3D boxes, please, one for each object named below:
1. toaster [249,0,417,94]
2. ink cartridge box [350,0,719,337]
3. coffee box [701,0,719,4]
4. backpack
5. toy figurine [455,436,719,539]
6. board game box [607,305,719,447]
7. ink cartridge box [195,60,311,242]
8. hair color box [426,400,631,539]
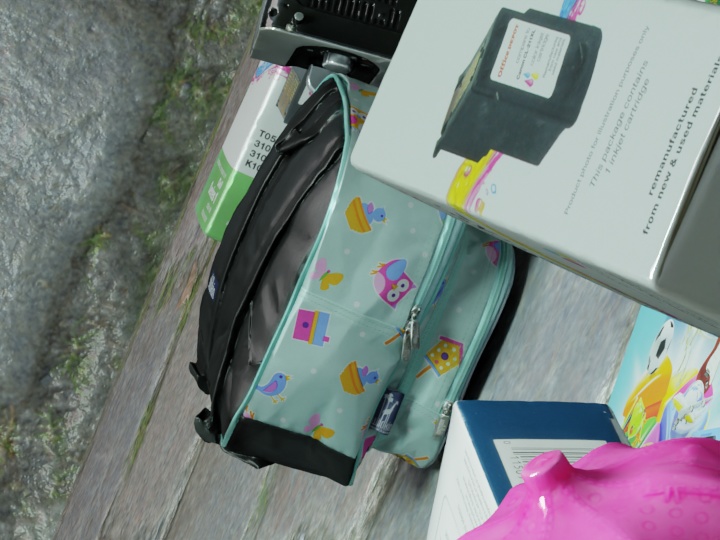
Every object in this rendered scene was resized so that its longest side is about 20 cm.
[{"bbox_3d":[0.040,-0.189,1.555,0.119,0.180,0.201,133,151,-76],"label":"toaster"},{"bbox_3d":[0.109,-0.026,0.851,0.200,0.145,0.083,25,91,62],"label":"ink cartridge box"},{"bbox_3d":[0.155,-0.093,1.199,0.200,0.044,0.123,122,165,-46],"label":"coffee box"},{"bbox_3d":[0.000,0.000,1.495,0.176,0.152,0.201,-102,26,-69],"label":"backpack"},{"bbox_3d":[0.094,0.122,0.647,0.150,0.183,0.201,-146,78,-80],"label":"toy figurine"},{"bbox_3d":[0.133,0.050,0.994,0.151,0.047,0.201,146,145,-72],"label":"board game box"},{"bbox_3d":[0.003,-0.092,1.702,0.084,0.144,0.201,-117,51,-76],"label":"ink cartridge box"},{"bbox_3d":[0.054,0.154,0.945,0.100,0.060,0.201,-110,26,-56],"label":"hair color box"}]
